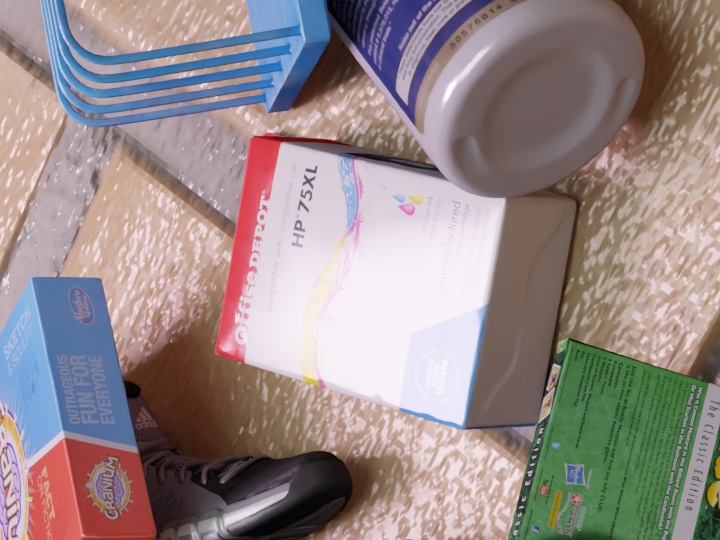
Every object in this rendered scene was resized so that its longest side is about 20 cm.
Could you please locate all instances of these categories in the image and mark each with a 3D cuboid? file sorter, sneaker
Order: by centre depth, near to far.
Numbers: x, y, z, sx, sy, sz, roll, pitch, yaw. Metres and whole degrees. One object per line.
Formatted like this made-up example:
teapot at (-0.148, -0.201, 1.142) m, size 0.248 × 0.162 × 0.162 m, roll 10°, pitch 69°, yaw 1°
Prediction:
file sorter at (-0.094, -0.151, 1.245) m, size 0.122 × 0.200 × 0.139 m, roll -10°, pitch 86°, yaw -8°
sneaker at (-0.098, 0.103, 1.346) m, size 0.200 × 0.075 × 0.116 m, roll -28°, pitch 71°, yaw 34°

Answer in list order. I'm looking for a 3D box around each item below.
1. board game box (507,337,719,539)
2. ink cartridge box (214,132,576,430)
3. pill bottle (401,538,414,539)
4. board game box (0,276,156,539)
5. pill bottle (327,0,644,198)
board game box at (0.113, 0.140, 1.137) m, size 0.105 × 0.023 × 0.200 m, roll 17°, pitch 78°, yaw -7°
ink cartridge box at (0.000, 0.000, 1.277) m, size 0.200 × 0.067 × 0.116 m, roll 14°, pitch 98°, yaw 36°
pill bottle at (-0.054, 0.198, 1.229) m, size 0.113 × 0.200 × 0.113 m, roll 163°, pitch 90°, yaw -72°
board game box at (-0.172, 0.119, 1.355) m, size 0.200 × 0.040 × 0.153 m, roll -55°, pitch 42°, yaw 48°
pill bottle at (0.039, -0.136, 1.212) m, size 0.111 × 0.111 × 0.200 m, roll -55°, pitch 47°, yaw 23°
